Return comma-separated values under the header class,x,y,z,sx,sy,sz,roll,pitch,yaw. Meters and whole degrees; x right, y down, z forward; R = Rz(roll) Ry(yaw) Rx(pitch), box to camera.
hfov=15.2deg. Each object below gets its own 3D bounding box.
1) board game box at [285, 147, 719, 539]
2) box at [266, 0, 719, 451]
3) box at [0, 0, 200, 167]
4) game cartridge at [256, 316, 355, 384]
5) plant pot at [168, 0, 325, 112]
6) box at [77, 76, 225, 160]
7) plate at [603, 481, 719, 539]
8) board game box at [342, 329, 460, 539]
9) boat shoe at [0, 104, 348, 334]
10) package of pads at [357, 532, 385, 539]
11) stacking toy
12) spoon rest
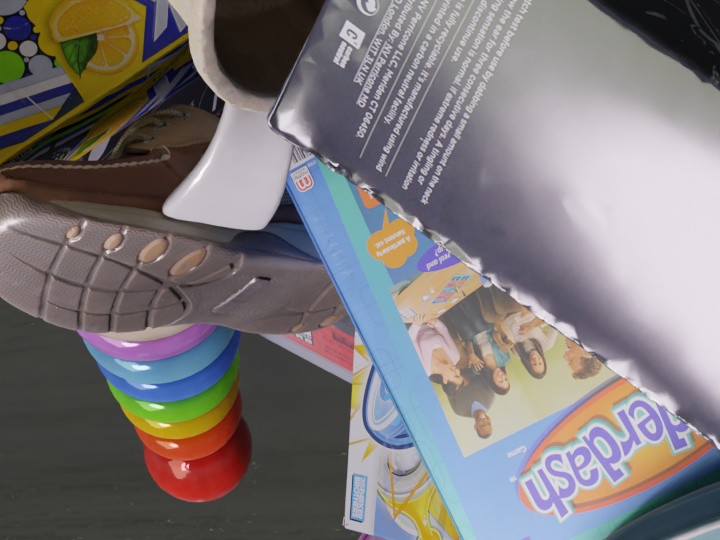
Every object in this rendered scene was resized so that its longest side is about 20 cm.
class,x,y,z,sx,sy,sz,roll,pitch,yaw
board game box,0.070,-0.004,0.974,0.152,0.045,0.201,-27,86,22
box,0.107,-0.066,0.814,0.182,0.200,0.104,36,128,9
box,-0.092,-0.099,1.018,0.070,0.200,0.064,50,151,6
game cartridge,0.000,0.000,1.212,0.199,0.041,0.133,26,143,26
plant pot,-0.036,-0.188,0.881,0.183,0.200,0.201,45,153,19
box,-0.156,-0.122,1.137,0.200,0.132,0.115,33,150,16
plate,0.148,0.098,0.967,0.200,0.199,0.026,123,136,-60
board game box,0.057,0.014,1.050,0.135,0.034,0.201,9,99,43
boat shoe,-0.071,-0.022,1.009,0.076,0.200,0.072,-32,66,32
package of pads,0.064,0.160,1.247,0.120,0.076,0.200,31,172,13
stacking toy,-0.087,0.043,1.271,0.085,0.085,0.200,28,154,23
spoon rest,-0.045,-0.118,0.969,0.099,0.201,0.061,7,155,-27
